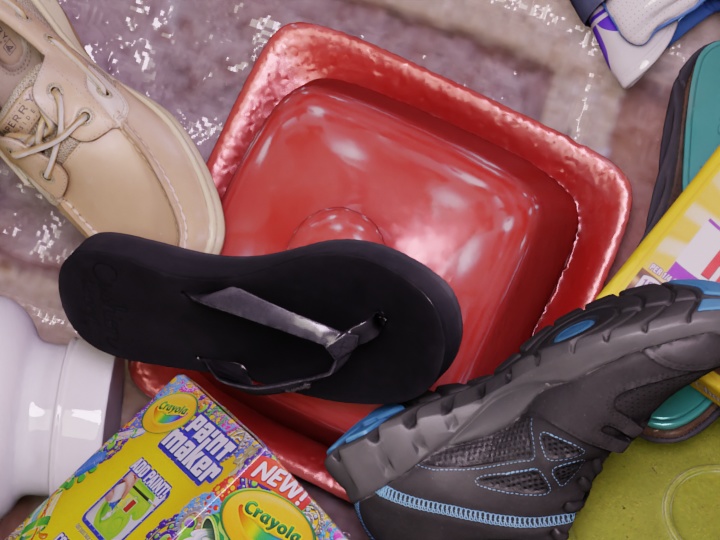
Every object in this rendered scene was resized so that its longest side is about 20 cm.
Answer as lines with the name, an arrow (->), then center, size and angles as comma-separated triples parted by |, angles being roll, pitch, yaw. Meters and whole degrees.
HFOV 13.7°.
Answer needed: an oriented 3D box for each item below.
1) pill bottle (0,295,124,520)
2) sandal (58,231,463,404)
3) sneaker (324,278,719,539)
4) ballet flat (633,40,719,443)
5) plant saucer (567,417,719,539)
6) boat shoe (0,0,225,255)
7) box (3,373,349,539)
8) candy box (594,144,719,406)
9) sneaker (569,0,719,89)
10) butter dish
pill bottle -> -0.215, 0.062, 1.414 | 0.199, 0.112, 0.113 | 7, 87, 1
sandal -> -0.046, 0.027, 1.300 | 0.199, 0.043, 0.076 | 2, 122, 29
sneaker -> 0.086, 0.068, 1.285 | 0.199, 0.073, 0.082 | -26, 95, 23
ballet flat -> 0.157, -0.007, 1.371 | 0.073, 0.073, 0.201 | 10, 70, 10
plant saucer -> 0.157, 0.117, 1.334 | 0.199, 0.031, 0.201 | 6, 53, -8
boat shoe -> -0.139, -0.067, 1.369 | 0.072, 0.065, 0.200 | -49, 67, 24
box -> -0.070, 0.192, 1.318 | 0.193, 0.122, 0.200 | -44, 114, -6
candy box -> 0.208, 0.034, 1.293 | 0.200, 0.026, 0.102 | 36, 76, 21
sneaker -> 0.091, -0.156, 1.401 | 0.199, 0.081, 0.148 | -7, 80, 3
butter dish -> 0.000, 0.000, 1.371 | 0.199, 0.148, 0.201 | 26, 90, 10
